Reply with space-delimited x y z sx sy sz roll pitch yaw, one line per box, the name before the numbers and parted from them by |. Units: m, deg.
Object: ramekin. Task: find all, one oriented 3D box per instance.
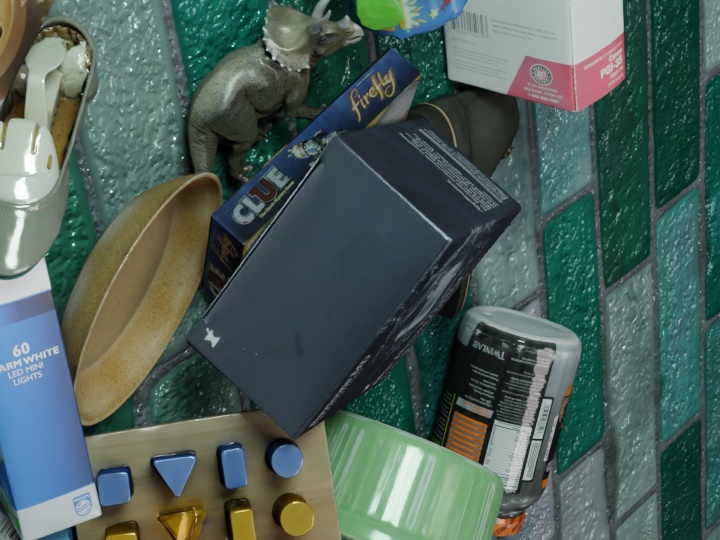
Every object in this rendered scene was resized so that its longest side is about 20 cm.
ramekin | 0.029 0.197 1.312 0.200 0.199 0.099 34 74 -50

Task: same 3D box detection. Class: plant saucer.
plant saucer | -0.164 0.014 1.080 0.201 0.035 0.200 -61 170 -18

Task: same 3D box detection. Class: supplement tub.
supplement tub | 0.134 0.145 1.459 0.122 0.122 0.202 1 107 -48

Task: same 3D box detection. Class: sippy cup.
sippy cup | 0.028 -0.255 1.148 0.178 0.139 0.131 -39 135 -26

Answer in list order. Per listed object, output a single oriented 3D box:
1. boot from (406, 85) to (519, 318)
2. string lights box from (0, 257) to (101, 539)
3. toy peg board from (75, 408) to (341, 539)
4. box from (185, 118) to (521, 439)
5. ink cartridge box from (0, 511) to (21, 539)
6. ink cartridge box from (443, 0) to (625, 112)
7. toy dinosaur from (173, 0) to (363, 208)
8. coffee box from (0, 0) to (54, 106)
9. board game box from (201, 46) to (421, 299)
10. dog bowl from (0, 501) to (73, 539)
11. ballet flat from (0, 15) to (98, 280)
boot | 0.103 -0.071 1.369 0.138 0.077 0.202 -32 130 -41
string lights box | -0.231 0.065 1.003 0.058 0.103 0.202 -18 115 -22
toy peg board | -0.107 0.212 1.111 0.198 0.098 0.202 -8 89 -9
box | 0.000 0.000 1.144 0.197 0.117 0.200 -52 169 20
ink cartridge box | -0.265 0.286 1.036 0.200 0.162 0.050 -42 -173 15
ink cartridge box | 0.143 -0.252 1.270 0.083 0.146 0.202 -33 130 -36
toy dinosaur | -0.085 -0.132 1.136 0.199 0.077 0.102 -36 138 2
coffee box | -0.281 -0.118 0.903 0.113 0.079 0.201 33 81 -51
board game box | -0.040 -0.067 1.157 0.200 0.035 0.136 -45 170 -23
dog bowl | -0.229 0.241 1.108 0.049 0.112 0.202 -8 118 -9
ballet flat | -0.210 -0.086 0.948 0.064 0.067 0.201 101 -3 -48
